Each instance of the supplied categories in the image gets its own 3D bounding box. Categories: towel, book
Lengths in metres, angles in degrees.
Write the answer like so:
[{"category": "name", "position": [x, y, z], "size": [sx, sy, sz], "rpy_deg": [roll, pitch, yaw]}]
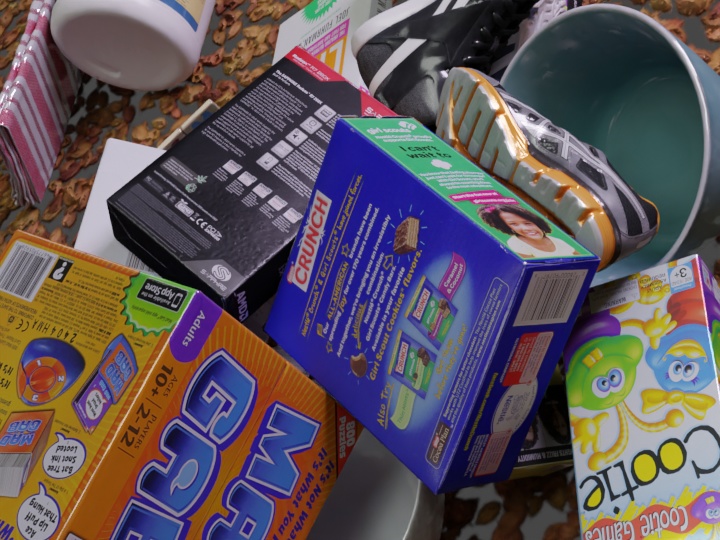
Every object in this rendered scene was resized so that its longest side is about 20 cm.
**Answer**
[{"category": "towel", "position": [-0.309, -0.179, 1.545], "size": [0.030, 0.147, 0.202], "rpy_deg": [9, 63, 7]}, {"category": "book", "position": [-0.027, -0.158, 1.375], "size": [0.133, 0.048, 0.202], "rpy_deg": [-31, 41, 41]}]

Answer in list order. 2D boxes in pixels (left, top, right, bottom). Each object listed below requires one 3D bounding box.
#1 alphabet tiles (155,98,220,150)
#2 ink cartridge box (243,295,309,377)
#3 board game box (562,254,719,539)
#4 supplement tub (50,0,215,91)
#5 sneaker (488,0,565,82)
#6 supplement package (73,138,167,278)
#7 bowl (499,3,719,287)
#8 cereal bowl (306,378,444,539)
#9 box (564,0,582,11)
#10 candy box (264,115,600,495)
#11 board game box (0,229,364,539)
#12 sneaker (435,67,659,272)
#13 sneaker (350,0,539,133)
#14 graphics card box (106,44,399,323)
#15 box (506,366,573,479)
[{"category": "alphabet tiles", "position": [-0.172, -0.052, 1.358], "size": [0.200, 0.167, 0.008], "rpy_deg": [-44, 74, 3]}, {"category": "ink cartridge box", "position": [0.000, 0.000, 1.243], "size": [0.201, 0.050, 0.161], "rpy_deg": [-52, 28, -4]}, {"category": "board game box", "position": [0.198, 0.111, 1.022], "size": [0.102, 0.105, 0.202], "rpy_deg": [-18, 52, 23]}, {"category": "supplement tub", "position": [-0.204, -0.290, 1.544], "size": [0.143, 0.145, 0.202], "rpy_deg": [-6, 57, 32]}, {"category": "sneaker", "position": [0.080, -0.177, 1.265], "size": [0.128, 0.079, 0.201], "rpy_deg": [12, 86, 27]}, {"category": "supplement package", "position": [-0.155, 0.005, 1.259], "size": [0.113, 0.200, 0.110], "rpy_deg": [12, 62, 0]}, {"category": "bowl", "position": [0.191, -0.079, 1.125], "size": [0.200, 0.104, 0.203], "rpy_deg": [1, 91, 47]}, {"category": "cereal bowl", "position": [-0.023, 0.182, 1.143], "size": [0.199, 0.083, 0.202], "rpy_deg": [-18, 51, 24]}, {"category": "box", "position": [0.116, -0.224, 1.351], "size": [0.142, 0.036, 0.202], "rpy_deg": [-13, 54, 28]}, {"category": "candy box", "position": [0.040, 0.017, 1.052], "size": [0.200, 0.077, 0.170], "rpy_deg": [40, 120, 39]}, {"category": "board game box", "position": [-0.162, 0.124, 1.085], "size": [0.199, 0.200, 0.201], "rpy_deg": [16, 72, 42]}, {"category": "sneaker", "position": [0.119, -0.067, 1.073], "size": [0.200, 0.077, 0.079], "rpy_deg": [52, 139, 35]}, {"category": "sneaker", "position": [0.092, -0.163, 1.176], "size": [0.199, 0.073, 0.113], "rpy_deg": [-29, 70, 29]}, {"category": "graphics card box", "position": [-0.068, -0.062, 1.154], "size": [0.125, 0.051, 0.200], "rpy_deg": [37, 62, 22]}, {"category": "box", "position": [0.090, 0.043, 1.109], "size": [0.050, 0.075, 0.202], "rpy_deg": [-32, 65, 48]}]
